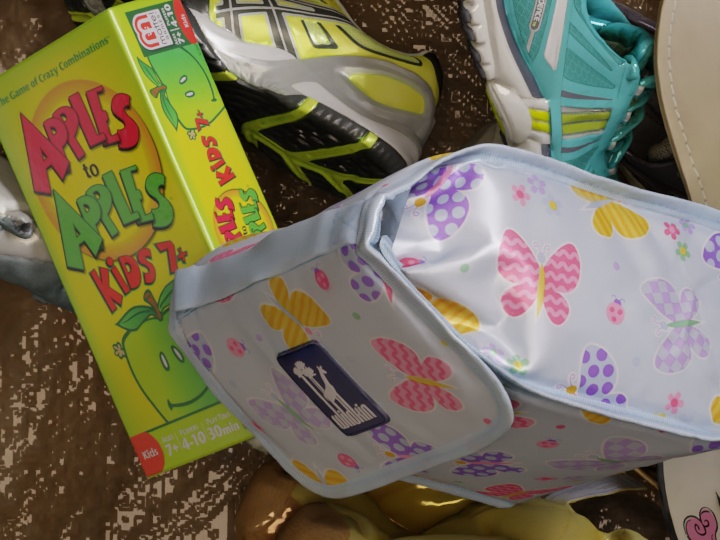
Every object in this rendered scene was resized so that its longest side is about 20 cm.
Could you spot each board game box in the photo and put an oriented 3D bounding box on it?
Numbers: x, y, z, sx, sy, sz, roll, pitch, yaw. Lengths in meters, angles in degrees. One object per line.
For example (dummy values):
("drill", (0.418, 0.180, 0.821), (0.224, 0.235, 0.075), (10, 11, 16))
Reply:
("board game box", (-0.092, -0.015, 1.091), (0.102, 0.048, 0.200), (-24, 90, 42))

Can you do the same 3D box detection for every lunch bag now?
("lunch bag", (0.037, 0.027, 0.993), (0.200, 0.170, 0.127), (18, 66, -32))

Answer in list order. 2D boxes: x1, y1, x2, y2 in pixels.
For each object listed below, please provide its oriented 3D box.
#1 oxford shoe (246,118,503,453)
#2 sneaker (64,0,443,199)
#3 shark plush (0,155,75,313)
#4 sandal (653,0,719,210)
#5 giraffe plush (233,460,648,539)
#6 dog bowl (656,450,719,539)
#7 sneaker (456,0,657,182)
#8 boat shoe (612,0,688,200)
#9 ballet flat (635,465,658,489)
("oxford shoe", (0.000, 0.000, 1.132), (0.058, 0.075, 0.200), (41, 98, -5))
("sneaker", (-0.053, -0.108, 1.132), (0.200, 0.075, 0.076), (32, 59, 3))
("shark plush", (-0.182, -0.016, 1.152), (0.200, 0.091, 0.083), (24, 119, -18))
("sandal", (0.170, -0.052, 1.060), (0.077, 0.070, 0.212), (-10, 90, -4))
("giraffe plush", (0.041, 0.182, 1.121), (0.200, 0.173, 0.162), (0, 107, -25))
("dog bowl", (0.242, 0.089, 1.100), (0.200, 0.074, 0.201), (5, 75, -19))
("sneaker", (0.099, -0.075, 1.056), (0.080, 0.078, 0.200), (-16, 131, 7))
("boat shoe", (0.153, -0.067, 1.129), (0.200, 0.065, 0.072), (39, 92, -4))
("ballet flat", (0.155, 0.077, 1.143), (0.200, 0.063, 0.069), (38, 97, -3))
